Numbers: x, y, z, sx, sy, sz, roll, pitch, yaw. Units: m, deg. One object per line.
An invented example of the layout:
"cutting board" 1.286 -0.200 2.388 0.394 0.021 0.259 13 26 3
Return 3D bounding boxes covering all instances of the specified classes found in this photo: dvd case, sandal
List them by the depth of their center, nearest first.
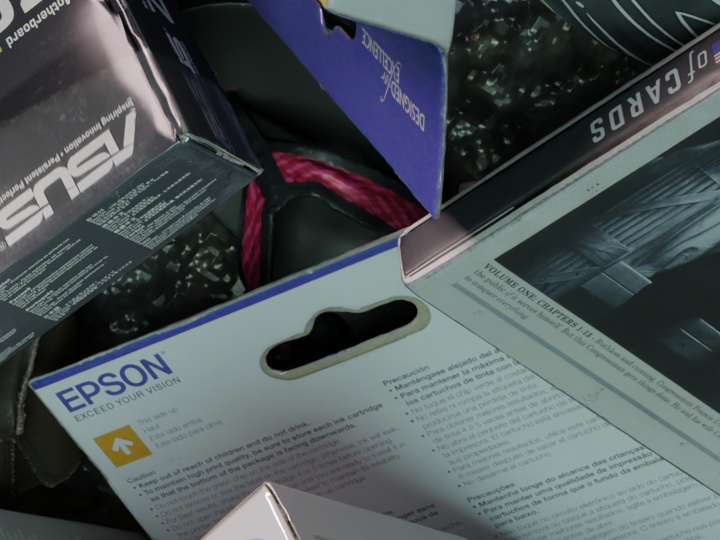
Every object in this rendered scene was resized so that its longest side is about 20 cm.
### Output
"dvd case" 0.133 -0.018 0.769 0.200 0.025 0.150 -32 133 28
"sandal" 0.000 0.000 0.913 0.075 0.045 0.200 -26 108 20

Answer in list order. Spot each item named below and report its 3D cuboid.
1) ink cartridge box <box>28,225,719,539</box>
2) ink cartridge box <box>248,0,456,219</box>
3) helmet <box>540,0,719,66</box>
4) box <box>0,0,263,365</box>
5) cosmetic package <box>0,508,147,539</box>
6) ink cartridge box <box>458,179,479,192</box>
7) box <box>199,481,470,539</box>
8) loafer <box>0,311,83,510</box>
"ink cartridge box" 0.034 0.061 0.908 0.196 0.043 0.200 -21 120 23
"ink cartridge box" -0.017 -0.142 0.775 0.047 0.198 0.200 0 113 -20
"helmet" 0.105 -0.144 0.783 0.200 0.200 0.191 -20 93 11
"box" -0.145 -0.039 0.857 0.200 0.049 0.161 -35 65 16
"cosmetic package" -0.147 0.126 0.869 0.107 0.090 0.200 -39 146 22
"ink cartridge box" 0.150 0.015 0.926 0.200 0.047 0.160 -11 113 25
"box" -0.046 0.147 0.863 0.200 0.041 0.156 -42 148 18
"loafer" -0.117 0.031 0.929 0.071 0.073 0.200 10 123 -25
